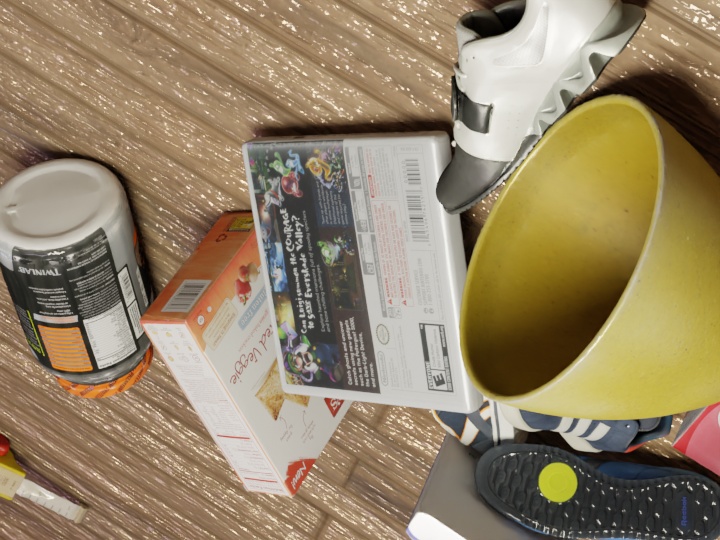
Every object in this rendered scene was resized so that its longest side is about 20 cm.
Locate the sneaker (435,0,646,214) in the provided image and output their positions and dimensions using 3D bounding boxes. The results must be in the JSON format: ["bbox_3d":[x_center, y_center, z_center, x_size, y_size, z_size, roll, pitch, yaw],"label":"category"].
[{"bbox_3d":[0.088,-0.119,0.879,0.088,0.074,0.200,36,133,-2],"label":"sneaker"}]

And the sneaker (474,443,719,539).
[{"bbox_3d":[0.185,0.179,1.093,0.197,0.067,0.078,9,171,2],"label":"sneaker"}]

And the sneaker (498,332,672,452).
[{"bbox_3d":[0.165,0.084,0.994,0.084,0.076,0.199,-5,164,31],"label":"sneaker"}]

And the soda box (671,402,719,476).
[{"bbox_3d":[0.281,0.064,0.923,0.063,0.070,0.201,31,143,7],"label":"soda box"}]

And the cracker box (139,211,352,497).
[{"bbox_3d":[-0.084,0.070,1.163,0.057,0.134,0.201,0,132,36],"label":"cracker box"}]

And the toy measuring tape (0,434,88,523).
[{"bbox_3d":[-0.421,0.243,1.687,0.199,0.074,0.073,29,147,-22],"label":"toy measuring tape"}]

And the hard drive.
[{"bbox_3d":[0.112,0.193,1.105,0.131,0.200,0.026,34,109,2],"label":"hard drive"}]

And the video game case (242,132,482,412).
[{"bbox_3d":[0.000,0.000,1.035,0.180,0.023,0.203,2,108,38],"label":"video game case"}]

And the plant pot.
[{"bbox_3d":[0.175,0.011,0.875,0.141,0.202,0.200,24,148,-22],"label":"plant pot"}]

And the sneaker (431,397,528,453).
[{"bbox_3d":[0.092,0.075,1.076,0.079,0.079,0.201,16,140,17],"label":"sneaker"}]

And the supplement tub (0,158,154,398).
[{"bbox_3d":[-0.248,0.012,1.238,0.121,0.123,0.201,18,140,22],"label":"supplement tub"}]
